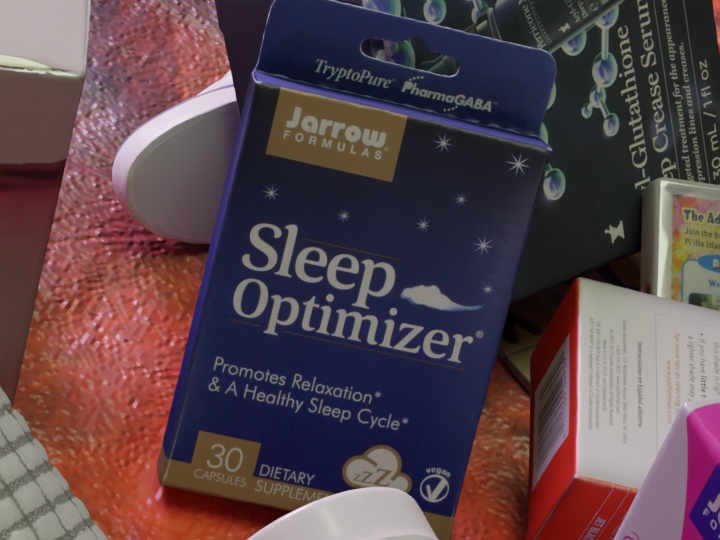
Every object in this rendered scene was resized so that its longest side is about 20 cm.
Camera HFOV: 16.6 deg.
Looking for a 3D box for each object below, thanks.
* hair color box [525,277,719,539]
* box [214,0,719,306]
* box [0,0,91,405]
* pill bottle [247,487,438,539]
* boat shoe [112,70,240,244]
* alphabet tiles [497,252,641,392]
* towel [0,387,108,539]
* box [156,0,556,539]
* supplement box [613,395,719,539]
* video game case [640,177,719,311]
[{"bbox_3d":[0.168,0.079,0.975,0.199,0.061,0.102,14,50,-10],"label":"hair color box"},{"bbox_3d":[0.055,-0.074,1.076,0.200,0.149,0.107,-22,19,-35],"label":"box"},{"bbox_3d":[-0.172,-0.046,0.941,0.109,0.200,0.128,8,43,-13],"label":"box"},{"bbox_3d":[0.025,0.169,0.751,0.109,0.109,0.200,-10,57,-30],"label":"pill bottle"},{"bbox_3d":[-0.035,-0.067,1.128,0.199,0.074,0.065,-16,33,-34],"label":"boat shoe"},{"bbox_3d":[0.150,0.024,1.142,0.200,0.008,0.167,-18,54,-36],"label":"alphabet tiles"},{"bbox_3d":[-0.164,0.143,0.798,0.200,0.086,0.166,-35,93,-39],"label":"towel"},{"bbox_3d":[0.000,0.000,0.972,0.121,0.201,0.032,12,11,-9],"label":"box"},{"bbox_3d":[0.144,0.139,0.870,0.103,0.200,0.101,-8,48,-29],"label":"supplement box"},{"bbox_3d":[0.214,0.061,1.055,0.199,0.024,0.183,8,71,-14],"label":"video game case"}]
